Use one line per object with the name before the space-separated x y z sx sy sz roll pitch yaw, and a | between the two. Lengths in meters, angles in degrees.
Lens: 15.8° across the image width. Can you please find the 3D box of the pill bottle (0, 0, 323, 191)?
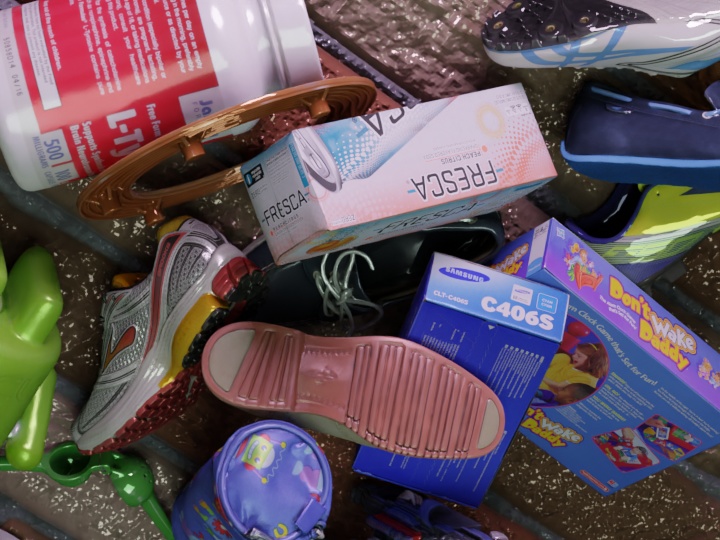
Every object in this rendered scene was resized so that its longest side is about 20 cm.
pill bottle | -0.128 -0.126 1.592 0.198 0.112 0.113 -16 120 -1

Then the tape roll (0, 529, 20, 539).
tape roll | -0.295 0.287 1.773 0.201 0.139 0.204 -4 119 -7

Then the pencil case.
pencil case | -0.070 0.155 1.709 0.078 0.200 0.087 -43 89 -18

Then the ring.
ring | -0.080 -0.069 1.600 0.199 0.200 0.019 -23 82 3

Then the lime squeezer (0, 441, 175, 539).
lime squeezer | -0.187 0.144 1.781 0.199 0.038 0.071 21 144 -20

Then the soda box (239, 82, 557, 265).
soda box | 0.026 -0.062 1.616 0.199 0.069 0.063 -15 169 -41

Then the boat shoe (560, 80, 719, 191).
boat shoe | 0.226 -0.091 1.658 0.198 0.084 0.069 7 78 13

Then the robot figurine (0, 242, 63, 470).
robot figurine | -0.270 0.068 1.671 0.175 0.116 0.201 25 112 -30

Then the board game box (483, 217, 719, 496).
board game box | 0.148 0.062 1.749 0.200 0.045 0.134 38 134 -25

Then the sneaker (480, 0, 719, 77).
sneaker | 0.176 -0.149 1.659 0.198 0.072 0.073 -8 127 -2

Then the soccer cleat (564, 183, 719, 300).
soccer cleat | 0.223 -0.063 1.717 0.200 0.065 0.084 -40 105 10

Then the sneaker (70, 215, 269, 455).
sneaker | -0.136 0.044 1.715 0.082 0.078 0.200 47 122 17

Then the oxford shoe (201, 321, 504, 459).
oxford shoe | -0.005 0.077 1.676 0.198 0.074 0.071 17 79 -3

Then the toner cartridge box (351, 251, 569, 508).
toner cartridge box | 0.064 0.076 1.720 0.094 0.043 0.201 17 140 -5

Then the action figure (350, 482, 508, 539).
action figure | 0.074 0.219 1.765 0.192 0.200 0.105 15 95 -30

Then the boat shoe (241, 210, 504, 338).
boat shoe | 0.000 0.000 1.712 0.198 0.062 0.075 -17 122 0
